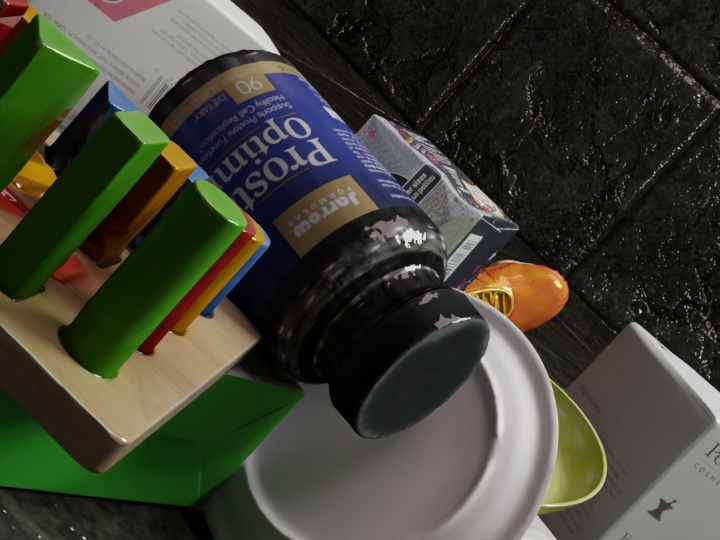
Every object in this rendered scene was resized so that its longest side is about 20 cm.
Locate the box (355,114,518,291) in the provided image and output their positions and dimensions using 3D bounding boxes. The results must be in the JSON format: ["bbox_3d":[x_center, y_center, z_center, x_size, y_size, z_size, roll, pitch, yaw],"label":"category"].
[{"bbox_3d":[0.000,0.000,0.999,0.115,0.200,0.132,44,11,15],"label":"box"}]

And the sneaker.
[{"bbox_3d":[0.087,0.037,1.179,0.077,0.198,0.074,-116,-163,-77],"label":"sneaker"}]

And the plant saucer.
[{"bbox_3d":[0.061,0.091,0.853,0.199,0.031,0.200,22,24,-10],"label":"plant saucer"}]

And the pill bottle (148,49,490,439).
[{"bbox_3d":[-0.025,-0.014,0.708,0.200,0.112,0.112,49,13,27],"label":"pill bottle"}]

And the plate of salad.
[{"bbox_3d":[0.009,0.096,0.729,0.200,0.199,0.048,51,-7,36],"label":"plate of salad"}]

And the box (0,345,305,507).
[{"bbox_3d":[-0.154,0.019,0.679,0.177,0.097,0.200,52,15,30],"label":"box"}]

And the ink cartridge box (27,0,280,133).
[{"bbox_3d":[-0.166,-0.102,0.810,0.146,0.200,0.083,37,10,-26],"label":"ink cartridge box"}]

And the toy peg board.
[{"bbox_3d":[-0.115,-0.044,0.564,0.200,0.098,0.199,44,14,2],"label":"toy peg board"}]

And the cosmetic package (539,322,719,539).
[{"bbox_3d":[0.241,0.190,1.131,0.164,0.200,0.165,36,13,-27],"label":"cosmetic package"}]

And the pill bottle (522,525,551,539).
[{"bbox_3d":[0.072,0.210,0.703,0.113,0.113,0.200,42,11,-4],"label":"pill bottle"}]

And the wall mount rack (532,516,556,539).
[{"bbox_3d":[0.080,0.189,0.925,0.200,0.075,0.174,50,10,31],"label":"wall mount rack"}]
